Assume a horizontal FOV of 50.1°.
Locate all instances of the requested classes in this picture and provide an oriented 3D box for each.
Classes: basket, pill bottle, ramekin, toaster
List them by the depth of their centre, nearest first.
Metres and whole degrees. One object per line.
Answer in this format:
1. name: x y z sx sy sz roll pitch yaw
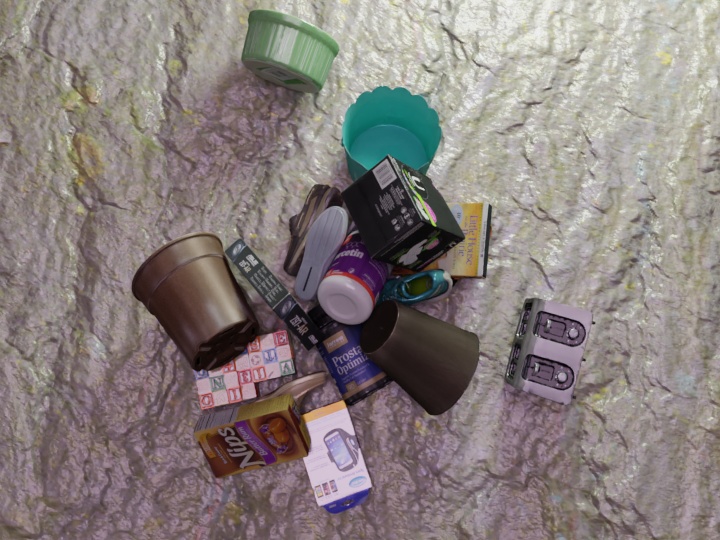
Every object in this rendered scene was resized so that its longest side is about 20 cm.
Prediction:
1. basket: 0.105 0.154 1.471 0.198 0.136 0.182 32 86 -26
2. pill bottle: 0.000 0.000 1.490 0.111 0.113 0.201 25 47 3
3. toaster: 0.364 0.150 1.498 0.116 0.200 0.185 16 89 5
4. pill bottle: -0.025 0.154 1.524 0.110 0.112 0.203 -28 83 -4
5. ramekin: -0.148 -0.441 1.574 0.196 0.200 0.100 19 89 2

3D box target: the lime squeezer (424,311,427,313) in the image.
1. lime squeezer: 0.036 0.076 1.573 0.197 0.038 0.072 25 79 3

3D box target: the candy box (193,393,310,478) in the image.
1. candy box: -0.207 0.320 1.481 0.196 0.057 0.118 -16 115 12

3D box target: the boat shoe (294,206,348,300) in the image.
1. boat shoe: -0.077 -0.037 1.548 0.071 0.062 0.203 28 105 12

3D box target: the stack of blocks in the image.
1. stack of blocks: -0.229 0.199 1.542 0.196 0.059 0.118 -13 82 -2

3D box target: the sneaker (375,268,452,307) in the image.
1. sneaker: 0.081 0.040 1.498 0.197 0.079 0.079 -24 75 25

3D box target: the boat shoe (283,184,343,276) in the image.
1. boat shoe: -0.108 -0.086 1.589 0.073 0.074 0.202 27 86 29

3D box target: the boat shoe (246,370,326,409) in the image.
1. boat shoe: -0.148 0.262 1.528 0.197 0.072 0.066 -28 82 2

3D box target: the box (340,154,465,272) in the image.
1. box: 0.083 -0.101 1.446 0.123 0.199 0.150 -35 66 21

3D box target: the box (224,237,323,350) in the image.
1. box: -0.166 0.045 1.475 0.043 0.161 0.200 -40 49 -7

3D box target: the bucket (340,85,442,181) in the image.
1. bucket: 0.059 -0.254 1.559 0.202 0.135 0.212 1 71 -2

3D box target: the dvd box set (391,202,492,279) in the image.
1. dvd box set: 0.160 -0.060 1.532 0.196 0.029 0.150 3 82 28

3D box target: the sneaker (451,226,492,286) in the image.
1. sneaker: 0.194 -0.027 1.563 0.070 0.090 0.201 40 83 5

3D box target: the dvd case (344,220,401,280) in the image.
1. dvd case: 0.050 -0.069 1.602 0.149 0.025 0.202 34 83 4

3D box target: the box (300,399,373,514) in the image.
1. box: -0.054 0.371 1.529 0.117 0.041 0.204 -18 84 -3

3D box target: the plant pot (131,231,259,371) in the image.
1. plant pot: -0.303 0.070 1.469 0.199 0.201 0.200 -35 69 -5
